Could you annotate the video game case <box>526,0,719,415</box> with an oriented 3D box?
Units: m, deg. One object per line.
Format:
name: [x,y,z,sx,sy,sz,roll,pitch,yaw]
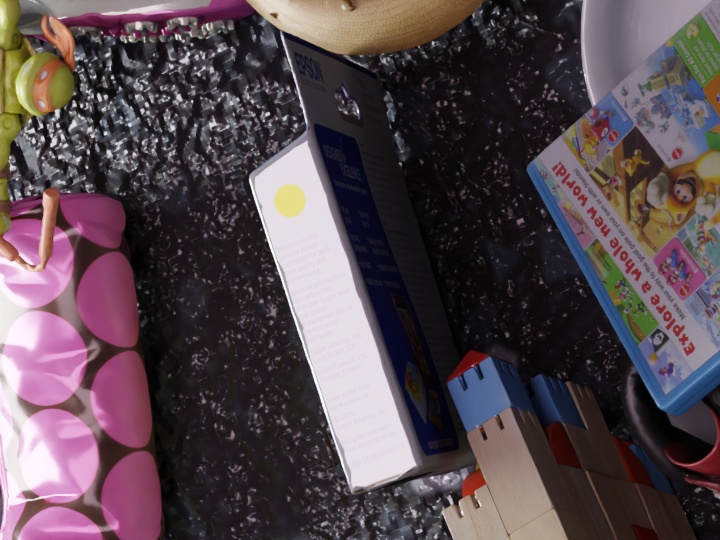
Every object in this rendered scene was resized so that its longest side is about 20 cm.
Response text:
video game case: [0.173,-0.054,1.141,0.200,0.018,0.144,-42,54,21]

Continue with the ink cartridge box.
ink cartridge box: [0.000,0.000,1.247,0.047,0.198,0.201,-21,84,11]

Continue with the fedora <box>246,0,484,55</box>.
fedora: [0.012,-0.200,1.293,0.199,0.082,0.202,0,89,28]

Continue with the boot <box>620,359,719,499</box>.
boot: [0.204,0.104,1.183,0.200,0.144,0.073,41,108,18]

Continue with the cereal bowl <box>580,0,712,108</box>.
cereal bowl: [0.205,-0.106,1.206,0.199,0.083,0.202,1,92,26]

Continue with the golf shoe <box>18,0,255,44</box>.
golf shoe: [-0.143,-0.161,1.378,0.199,0.075,0.092,3,90,24]

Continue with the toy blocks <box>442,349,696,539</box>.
toy blocks: [0.096,0.112,1.225,0.100,0.200,0.137,-33,64,22]

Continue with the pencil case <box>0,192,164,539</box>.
pencil case: [-0.156,0.062,1.387,0.093,0.091,0.202,-8,86,-9]

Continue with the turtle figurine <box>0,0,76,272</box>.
turtle figurine: [-0.199,-0.107,1.344,0.160,0.064,0.202,9,107,32]
